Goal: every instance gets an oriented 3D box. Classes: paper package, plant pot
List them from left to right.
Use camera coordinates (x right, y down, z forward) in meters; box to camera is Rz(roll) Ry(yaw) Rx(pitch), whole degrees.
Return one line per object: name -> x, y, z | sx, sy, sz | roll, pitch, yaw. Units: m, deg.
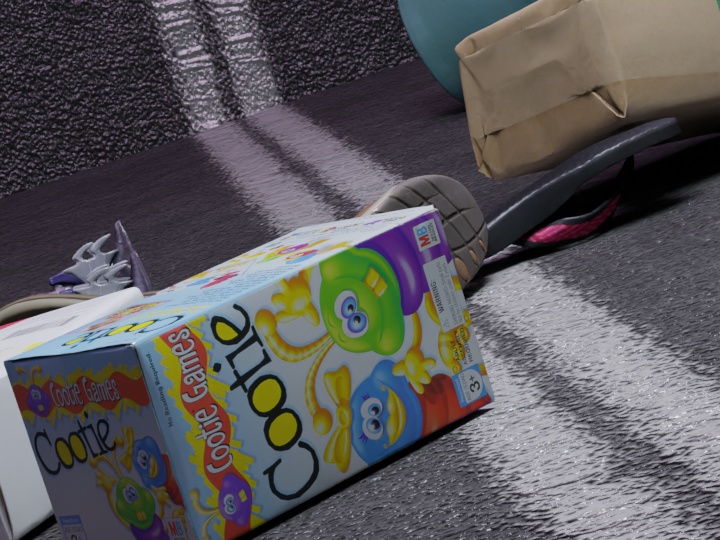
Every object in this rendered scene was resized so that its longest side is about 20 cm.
plant pot -> 0.145, -0.254, 2.797 | 0.188, 0.201, 0.200 | -31, 3, 20
paper package -> 0.196, -0.141, 2.001 | 0.199, 0.104, 0.190 | -12, -4, -28

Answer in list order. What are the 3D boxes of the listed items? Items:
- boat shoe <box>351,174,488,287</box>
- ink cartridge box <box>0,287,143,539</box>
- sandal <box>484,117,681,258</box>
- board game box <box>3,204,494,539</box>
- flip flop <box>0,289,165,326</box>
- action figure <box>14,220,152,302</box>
boat shoe -> 0.000, 0.000, 1.767 | 0.072, 0.076, 0.200 | -19, 7, 43
ink cartridge box -> -0.206, 0.088, 1.590 | 0.145, 0.084, 0.200 | -15, 9, 26
sandal -> 0.117, -0.032, 1.871 | 0.200, 0.045, 0.075 | -34, 4, -5
board game box -> -0.050, 0.053, 1.416 | 0.200, 0.104, 0.105 | -25, 11, -41
flip flop -> -0.161, 0.058, 1.770 | 0.199, 0.081, 0.058 | -7, 27, 31
action figure -> -0.243, 0.037, 2.085 | 0.199, 0.070, 0.130 | -22, 14, -7
